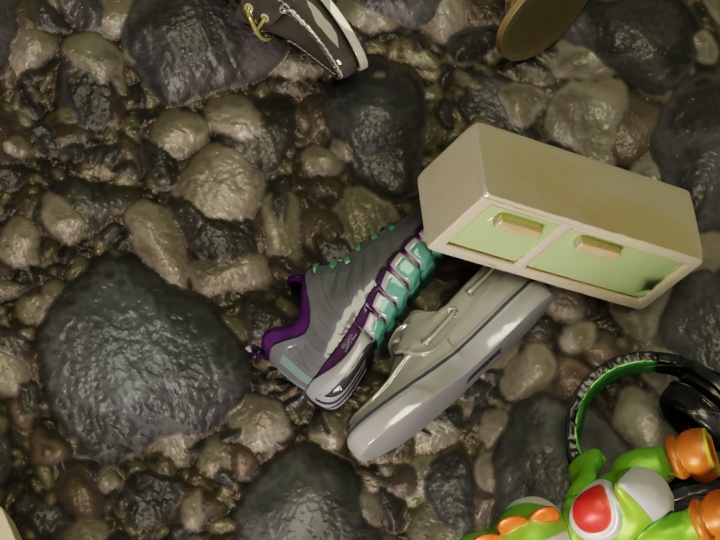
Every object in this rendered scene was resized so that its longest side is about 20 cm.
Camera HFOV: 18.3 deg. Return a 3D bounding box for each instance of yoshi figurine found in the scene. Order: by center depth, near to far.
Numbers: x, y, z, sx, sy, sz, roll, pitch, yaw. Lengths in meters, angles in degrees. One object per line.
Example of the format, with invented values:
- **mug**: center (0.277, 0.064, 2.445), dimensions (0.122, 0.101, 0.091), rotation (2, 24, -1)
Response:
- **yoshi figurine**: center (0.165, 0.188, 1.565), dimensions (0.199, 0.112, 0.113), rotation (-19, 105, 7)

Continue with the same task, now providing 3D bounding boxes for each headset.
- **headset**: center (0.246, 0.123, 1.612), dimensions (0.198, 0.094, 0.124), rotation (12, 69, 10)

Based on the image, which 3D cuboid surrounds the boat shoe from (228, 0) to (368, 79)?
- **boat shoe**: center (-0.075, -0.213, 1.711), dimensions (0.060, 0.072, 0.201), rotation (-38, 72, -13)

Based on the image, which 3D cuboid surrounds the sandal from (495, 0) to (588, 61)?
- **sandal**: center (0.154, -0.246, 1.758), dimensions (0.069, 0.078, 0.212), rotation (34, 62, 27)

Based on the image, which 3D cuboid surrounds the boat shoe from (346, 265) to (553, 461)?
- **boat shoe**: center (0.054, 0.058, 1.627), dimensions (0.200, 0.072, 0.066), rotation (-41, 75, -19)

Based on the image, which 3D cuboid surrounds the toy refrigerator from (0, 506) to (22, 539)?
- **toy refrigerator**: center (-0.234, 0.271, 1.517), dimensions (0.076, 0.070, 0.201), rotation (-25, 74, -7)

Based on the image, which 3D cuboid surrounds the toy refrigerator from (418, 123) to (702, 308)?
- **toy refrigerator**: center (0.146, -0.035, 1.618), dimensions (0.199, 0.076, 0.070), rotation (16, 51, -31)

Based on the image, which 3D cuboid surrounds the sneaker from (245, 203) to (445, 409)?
- **sneaker**: center (0.000, 0.000, 1.641), dimensions (0.087, 0.075, 0.201), rotation (31, 70, 10)
